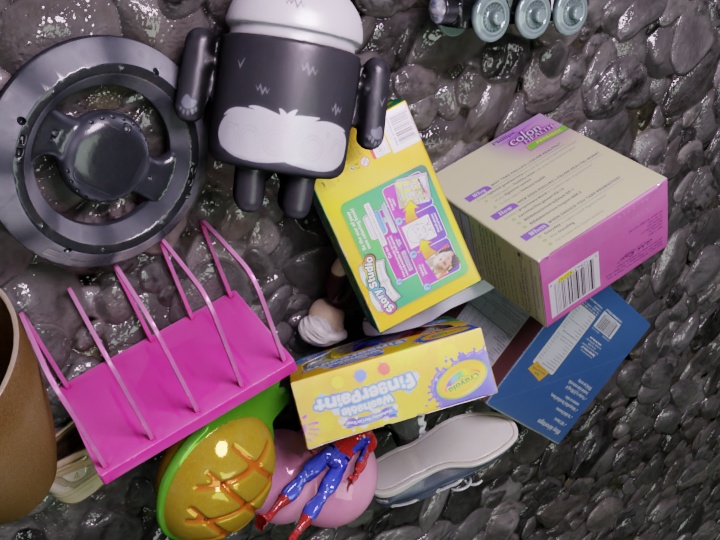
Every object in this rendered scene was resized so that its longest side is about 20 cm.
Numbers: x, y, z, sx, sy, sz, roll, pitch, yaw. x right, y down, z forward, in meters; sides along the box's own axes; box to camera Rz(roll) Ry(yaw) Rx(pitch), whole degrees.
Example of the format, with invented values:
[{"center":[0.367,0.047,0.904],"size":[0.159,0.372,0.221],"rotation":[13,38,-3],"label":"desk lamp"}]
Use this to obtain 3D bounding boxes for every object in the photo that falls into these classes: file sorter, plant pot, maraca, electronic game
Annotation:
[{"center":[-0.188,0.062,0.801],"size":[0.199,0.139,0.126],"rotation":[-30,130,-17],"label":"file sorter"},{"center":[-0.337,0.133,0.729],"size":[0.186,0.187,0.201],"rotation":[-31,145,-16],"label":"plant pot"},{"center":[-0.138,0.188,0.882],"size":[0.137,0.107,0.201],"rotation":[5,112,-54],"label":"maraca"},{"center":[-0.219,-0.098,0.741],"size":[0.199,0.042,0.201],"rotation":[-20,124,-34],"label":"electronic game"}]

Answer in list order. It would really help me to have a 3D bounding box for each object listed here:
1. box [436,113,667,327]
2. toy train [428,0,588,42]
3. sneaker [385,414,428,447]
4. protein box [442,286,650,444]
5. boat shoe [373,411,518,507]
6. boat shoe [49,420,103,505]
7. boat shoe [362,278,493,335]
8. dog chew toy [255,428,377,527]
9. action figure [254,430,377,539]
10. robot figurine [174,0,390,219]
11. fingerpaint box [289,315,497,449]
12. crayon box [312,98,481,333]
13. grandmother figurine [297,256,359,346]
[{"center":[0.201,-0.063,0.961],"size":[0.175,0.200,0.097],"rotation":[-31,133,-16],"label":"box"},{"center":[0.153,-0.291,0.865],"size":[0.199,0.085,0.115],"rotation":[-13,116,-29],"label":"toy train"},{"center":[0.030,0.159,1.080],"size":[0.090,0.067,0.201],"rotation":[-20,128,-16],"label":"sneaker"},{"center":[0.228,0.083,1.121],"size":[0.198,0.135,0.201],"rotation":[32,97,-44],"label":"protein box"},{"center":[0.104,0.241,1.085],"size":[0.199,0.075,0.062],"rotation":[-27,137,-4],"label":"boat shoe"},{"center":[-0.240,0.149,0.867],"size":[0.200,0.071,0.065],"rotation":[-42,132,-6],"label":"boat shoe"},{"center":[0.078,0.017,1.011],"size":[0.199,0.070,0.067],"rotation":[-21,100,-32],"label":"boat shoe"},{"center":[-0.081,0.238,1.013],"size":[0.199,0.125,0.125],"rotation":[4,116,-29],"label":"dog chew toy"},{"center":[-0.032,0.212,0.953],"size":[0.200,0.065,0.052],"rotation":[-48,171,-39],"label":"action figure"},{"center":[-0.065,-0.149,0.750],"size":[0.150,0.124,0.202],"rotation":[-1,103,-50],"label":"robot figurine"},{"center":[0.025,0.111,0.931],"size":[0.198,0.167,0.074],"rotation":[-16,93,-5],"label":"fingerpaint box"},{"center":[0.025,-0.054,0.869],"size":[0.118,0.058,0.201],"rotation":[-26,104,-7],"label":"crayon box"},{"center":[0.000,0.000,0.957],"size":[0.121,0.061,0.201],"rotation":[24,105,-49],"label":"grandmother figurine"}]
